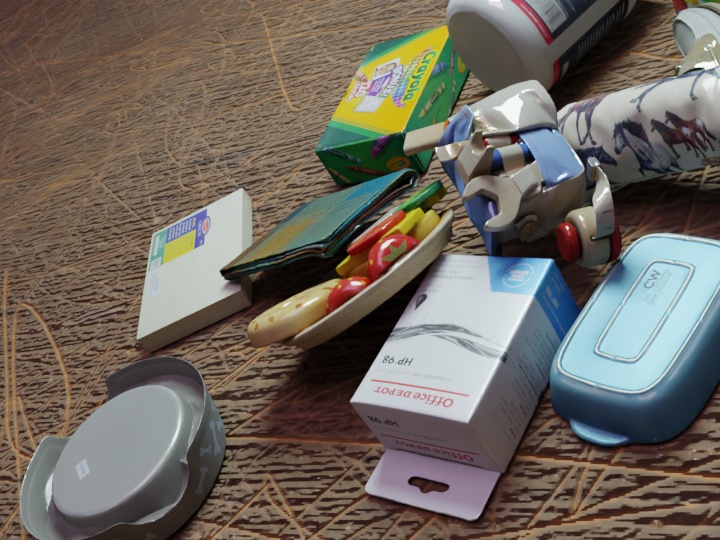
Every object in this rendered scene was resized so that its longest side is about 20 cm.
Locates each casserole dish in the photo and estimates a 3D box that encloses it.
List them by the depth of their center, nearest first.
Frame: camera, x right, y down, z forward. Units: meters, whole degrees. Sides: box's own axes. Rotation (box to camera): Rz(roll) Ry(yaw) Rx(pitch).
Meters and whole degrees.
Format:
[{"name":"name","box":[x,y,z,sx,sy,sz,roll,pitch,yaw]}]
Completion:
[{"name":"casserole dish","box":[0.215,0.040,0.726,0.121,0.039,0.200,13,55,46]}]

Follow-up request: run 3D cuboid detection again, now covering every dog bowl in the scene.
[{"name":"dog bowl","box":[-0.211,0.174,0.895,0.199,0.059,0.200,-22,36,17]}]

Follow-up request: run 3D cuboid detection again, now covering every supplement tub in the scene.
[{"name":"supplement tub","box":[0.202,-0.289,1.039,0.200,0.141,0.140,-43,36,-13]}]

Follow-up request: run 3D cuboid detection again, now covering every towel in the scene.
[{"name":"towel","box":[-0.044,-0.044,0.989,0.147,0.022,0.200,-41,16,-33]}]

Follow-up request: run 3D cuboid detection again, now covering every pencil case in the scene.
[{"name":"pencil case","box":[0.250,-0.111,0.804,0.078,0.090,0.200,-25,10,-33]}]

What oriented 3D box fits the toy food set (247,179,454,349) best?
[{"name":"toy food set","box":[0.000,0.000,0.878,0.200,0.049,0.198,-34,7,38]}]

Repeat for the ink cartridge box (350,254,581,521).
[{"name":"ink cartridge box","box":[0.076,0.082,0.763,0.116,0.067,0.200,3,49,41]}]

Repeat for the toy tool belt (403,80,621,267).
[{"name":"toy tool belt","box":[0.118,-0.066,0.816,0.122,0.125,0.200,-15,47,-8]}]

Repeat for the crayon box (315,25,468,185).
[{"name":"crayon box","box":[0.042,-0.190,1.123,0.118,0.058,0.200,-7,43,34]}]

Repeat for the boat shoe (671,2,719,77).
[{"name":"boat shoe","box":[0.313,-0.174,0.868,0.068,0.075,0.200,-22,37,7]}]

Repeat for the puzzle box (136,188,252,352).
[{"name":"puzzle box","box":[-0.184,-0.005,1.115,0.133,0.025,0.200,-25,36,14]}]

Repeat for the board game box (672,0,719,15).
[{"name":"board game box","box":[0.343,-0.327,0.916,0.105,0.200,0.103,-37,35,-4]}]
